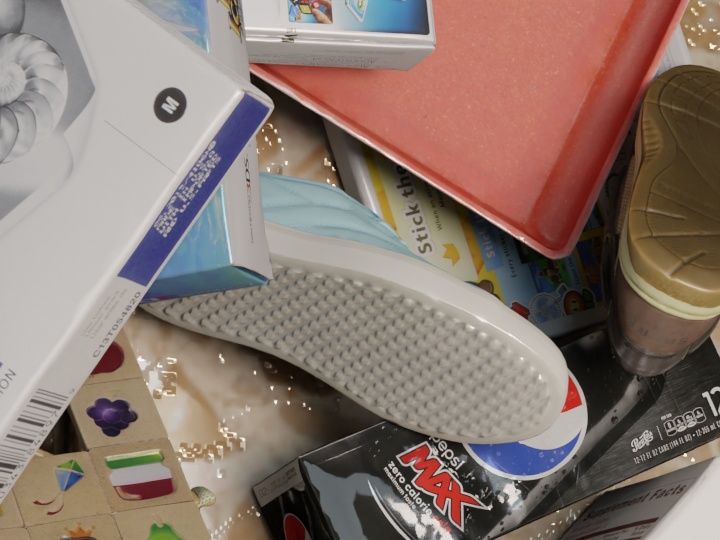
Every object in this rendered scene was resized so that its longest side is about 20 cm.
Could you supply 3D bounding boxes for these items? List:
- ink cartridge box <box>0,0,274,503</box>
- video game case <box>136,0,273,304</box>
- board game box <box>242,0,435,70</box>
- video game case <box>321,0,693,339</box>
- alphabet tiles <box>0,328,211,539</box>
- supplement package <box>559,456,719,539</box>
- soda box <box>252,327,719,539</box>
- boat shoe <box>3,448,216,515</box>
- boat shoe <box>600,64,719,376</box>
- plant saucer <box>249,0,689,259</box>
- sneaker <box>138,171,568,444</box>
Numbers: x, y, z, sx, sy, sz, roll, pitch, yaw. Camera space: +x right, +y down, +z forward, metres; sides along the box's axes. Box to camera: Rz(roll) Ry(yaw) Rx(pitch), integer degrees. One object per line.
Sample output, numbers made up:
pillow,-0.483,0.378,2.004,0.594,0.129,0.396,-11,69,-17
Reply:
ink cartridge box,-0.164,-0.037,0.876,0.200,0.041,0.200,36,94,20
video game case,-0.141,-0.071,0.920,0.199,0.045,0.182,-10,80,16
board game box,-0.040,-0.184,0.989,0.126,0.035,0.201,1,75,-23
video game case,0.072,-0.069,1.077,0.181,0.023,0.201,-15,85,-24
alphabet tiles,-0.160,0.088,0.879,0.199,0.008,0.167,-7,45,-22
supplement package,0.098,0.190,0.974,0.200,0.117,0.117,-42,94,-24
soda box,0.060,0.078,1.010,0.199,0.071,0.064,-21,82,-25
boat shoe,-0.085,0.115,0.948,0.200,0.072,0.076,36,54,-4
boat shoe,0.135,-0.025,1.018,0.073,0.065,0.200,30,32,3
plant saucer,0.039,-0.130,1.044,0.199,0.037,0.200,31,66,-10
sneaker,0.000,0.000,0.972,0.199,0.074,0.082,24,42,12
